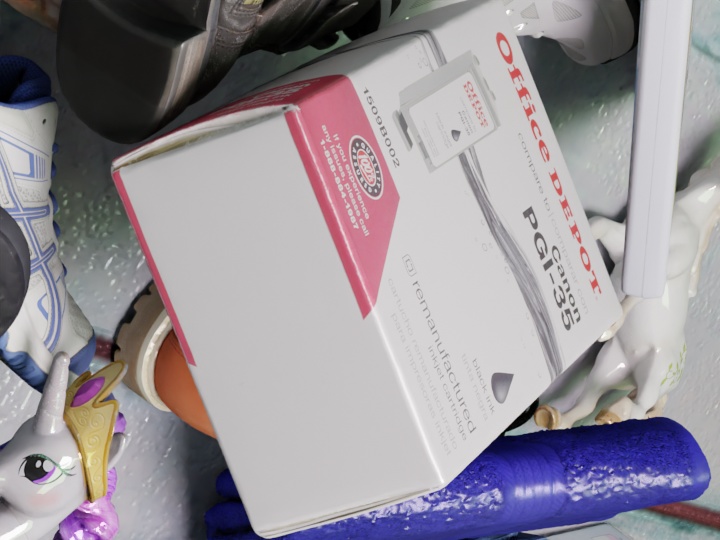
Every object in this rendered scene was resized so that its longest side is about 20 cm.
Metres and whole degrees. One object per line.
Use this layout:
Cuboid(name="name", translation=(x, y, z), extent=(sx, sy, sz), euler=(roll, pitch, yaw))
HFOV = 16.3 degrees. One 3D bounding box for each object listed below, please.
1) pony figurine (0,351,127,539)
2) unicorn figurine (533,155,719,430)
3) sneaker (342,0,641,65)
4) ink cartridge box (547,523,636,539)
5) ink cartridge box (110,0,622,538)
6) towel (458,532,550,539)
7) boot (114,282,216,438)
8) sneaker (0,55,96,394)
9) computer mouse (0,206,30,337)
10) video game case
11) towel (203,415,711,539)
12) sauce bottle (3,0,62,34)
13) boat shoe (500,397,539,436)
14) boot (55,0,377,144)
Cuboid(name="pony figurine", translation=(-0.145, 0.143, 0.946), extent=(0.200, 0.167, 0.193), euler=(-34, 130, -17))
Cuboid(name="unicorn figurine", translation=(0.151, 0.010, 1.288), extent=(0.137, 0.074, 0.200), euler=(-31, 151, -43))
Cuboid(name="sneaker", translation=(0.043, -0.130, 1.078), extent=(0.115, 0.076, 0.201), euler=(-37, 145, 1))
Cuboid(name="ink cartridge box", translation=(0.066, 0.228, 1.360), extent=(0.200, 0.057, 0.163), euler=(-8, 122, -50))
Cuboid(name="ink cartridge box", translation=(0.009, -0.010, 0.940), extent=(0.200, 0.083, 0.147), euler=(-36, 106, -60))
Cuboid(name="towel", translation=(-0.007, 0.160, 1.185), extent=(0.200, 0.112, 0.049), euler=(-14, 96, -40))
Cuboid(name="boot", translation=(0.000, 0.000, 1.077), extent=(0.200, 0.107, 0.075), euler=(-48, 140, -14))
Cuboid(name="sneaker", translation=(-0.135, -0.029, 0.931), extent=(0.088, 0.075, 0.200), euler=(-47, 142, -13))
Cuboid(name="computer mouse", translation=(-0.216, 0.018, 0.834), extent=(0.200, 0.046, 0.140), euler=(-39, 134, -4))
Cuboid(name="video game case", translation=(0.138, -0.120, 1.125), extent=(0.182, 0.022, 0.200), euler=(-75, 168, -54))
Cuboid(name="towel", translation=(0.039, 0.095, 1.127), extent=(0.200, 0.148, 0.050), euler=(-5, 80, -19))
Cuboid(name="sauce bottle", translation=(-0.067, -0.175, 0.909), extent=(0.200, 0.066, 0.066), euler=(-56, 143, 2))
Cuboid(name="boat shoe", translation=(0.054, 0.048, 1.186), extent=(0.069, 0.057, 0.200), euler=(-46, 154, -26))
Cuboid(name="boot", translation=(-0.022, -0.140, 0.891), extent=(0.174, 0.069, 0.200), euler=(-34, 159, -49))
